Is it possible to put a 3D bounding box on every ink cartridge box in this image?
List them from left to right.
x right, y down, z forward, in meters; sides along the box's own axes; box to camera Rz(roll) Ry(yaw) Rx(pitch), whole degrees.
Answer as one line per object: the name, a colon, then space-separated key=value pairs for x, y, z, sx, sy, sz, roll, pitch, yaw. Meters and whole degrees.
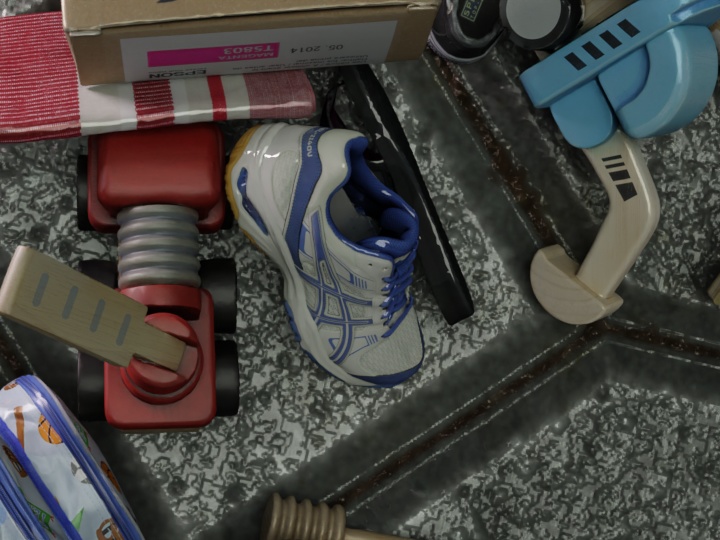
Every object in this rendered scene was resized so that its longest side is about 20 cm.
ink cartridge box: x=-0.068 y=-0.196 z=0.794 sx=0.199 sy=0.075 sz=0.166 roll=-5 pitch=74 yaw=-8

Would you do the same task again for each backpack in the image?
backpack: x=-0.198 y=0.149 z=0.777 sx=0.154 sy=0.190 sz=0.200 roll=-39 pitch=93 yaw=-9

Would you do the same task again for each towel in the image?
towel: x=-0.135 y=-0.116 z=0.832 sx=0.199 sy=0.144 sz=0.023 roll=-7 pitch=124 yaw=-9

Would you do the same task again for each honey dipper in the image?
honey dipper: x=0.038 y=0.174 z=0.893 sx=0.199 sy=0.038 sz=0.038 roll=12 pitch=86 yaw=-10

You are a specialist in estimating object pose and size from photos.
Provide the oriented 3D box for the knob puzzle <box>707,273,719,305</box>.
knob puzzle: x=0.335 y=-0.038 z=0.910 sx=0.219 sy=0.031 sz=0.220 roll=-13 pitch=133 yaw=-14

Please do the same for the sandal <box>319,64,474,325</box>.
sandal: x=0.011 y=-0.056 z=0.883 sx=0.048 sy=0.075 sz=0.201 roll=-23 pitch=91 yaw=8

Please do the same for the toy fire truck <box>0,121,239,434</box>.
toy fire truck: x=-0.126 y=-0.005 z=0.783 sx=0.128 sy=0.200 sz=0.177 roll=0 pitch=80 yaw=-10

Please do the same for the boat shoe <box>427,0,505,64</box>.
boat shoe: x=0.094 y=-0.229 z=0.902 sx=0.073 sy=0.068 sz=0.200 roll=27 pitch=84 yaw=-7

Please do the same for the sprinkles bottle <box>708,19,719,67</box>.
sprinkles bottle: x=0.262 y=-0.147 z=0.927 sx=0.068 sy=0.068 sz=0.201 roll=-32 pitch=94 yaw=-9

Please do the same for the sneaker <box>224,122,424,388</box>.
sneaker: x=0.000 y=0.000 z=0.830 sx=0.200 sy=0.088 sz=0.075 roll=57 pitch=47 yaw=-38

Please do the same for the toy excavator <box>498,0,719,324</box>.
toy excavator: x=0.157 y=-0.090 z=0.874 sx=0.194 sy=0.100 sz=0.201 roll=-31 pitch=80 yaw=29
